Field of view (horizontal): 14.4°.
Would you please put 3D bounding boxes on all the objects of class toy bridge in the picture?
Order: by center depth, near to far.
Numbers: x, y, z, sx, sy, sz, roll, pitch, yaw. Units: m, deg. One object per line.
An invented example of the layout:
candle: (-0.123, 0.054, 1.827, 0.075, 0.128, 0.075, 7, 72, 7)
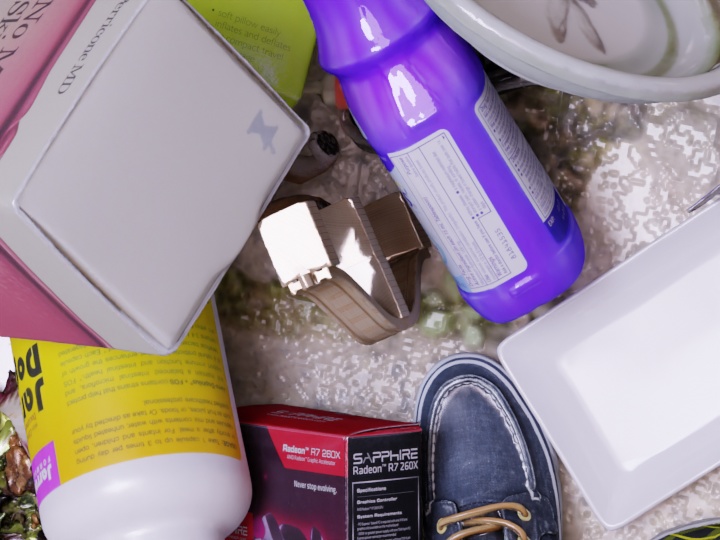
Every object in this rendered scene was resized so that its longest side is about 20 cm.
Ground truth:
toy bridge: (0.000, 0.000, 1.322, 0.027, 0.200, 0.068, -24, 87, 14)

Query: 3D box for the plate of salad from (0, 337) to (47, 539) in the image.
plate of salad: (-0.183, 0.097, 1.452, 0.198, 0.048, 0.202, -1, 87, 11)

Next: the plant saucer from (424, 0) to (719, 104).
plant saucer: (0.091, -0.134, 1.305, 0.200, 0.200, 0.050, 37, 129, 12)

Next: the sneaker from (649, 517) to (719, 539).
sneaker: (0.184, 0.145, 1.332, 0.199, 0.085, 0.075, -27, 84, 17)

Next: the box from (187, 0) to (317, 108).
box: (-0.063, -0.186, 1.355, 0.121, 0.048, 0.201, 17, 76, -13)

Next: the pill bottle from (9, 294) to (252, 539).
pill bottle: (-0.111, 0.073, 1.374, 0.104, 0.104, 0.201, -20, 67, 17)

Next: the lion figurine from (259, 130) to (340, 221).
lion figurine: (-0.105, -0.077, 1.417, 0.200, 0.072, 0.122, 53, 131, 2)

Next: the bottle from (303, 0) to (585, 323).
bottle: (0.033, -0.073, 1.333, 0.065, 0.084, 0.201, -29, 111, 9)

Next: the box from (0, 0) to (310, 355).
box: (-0.143, -0.048, 1.277, 0.199, 0.109, 0.128, 3, 55, 50)

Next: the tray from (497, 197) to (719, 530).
tray: (0.173, 0.029, 1.362, 0.199, 0.022, 0.108, -34, 82, 16)

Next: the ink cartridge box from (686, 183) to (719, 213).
ink cartridge box: (0.225, -0.102, 1.300, 0.200, 0.095, 0.037, -41, 85, 15)

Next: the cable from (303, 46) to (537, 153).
cable: (0.060, -0.100, 1.375, 0.199, 0.050, 0.098, 7, 92, 17)

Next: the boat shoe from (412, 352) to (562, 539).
boat shoe: (0.064, 0.136, 1.357, 0.070, 0.091, 0.202, -12, 84, 9)

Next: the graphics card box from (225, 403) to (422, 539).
graphics card box: (-0.023, 0.170, 1.386, 0.125, 0.051, 0.202, 4, 97, 53)
